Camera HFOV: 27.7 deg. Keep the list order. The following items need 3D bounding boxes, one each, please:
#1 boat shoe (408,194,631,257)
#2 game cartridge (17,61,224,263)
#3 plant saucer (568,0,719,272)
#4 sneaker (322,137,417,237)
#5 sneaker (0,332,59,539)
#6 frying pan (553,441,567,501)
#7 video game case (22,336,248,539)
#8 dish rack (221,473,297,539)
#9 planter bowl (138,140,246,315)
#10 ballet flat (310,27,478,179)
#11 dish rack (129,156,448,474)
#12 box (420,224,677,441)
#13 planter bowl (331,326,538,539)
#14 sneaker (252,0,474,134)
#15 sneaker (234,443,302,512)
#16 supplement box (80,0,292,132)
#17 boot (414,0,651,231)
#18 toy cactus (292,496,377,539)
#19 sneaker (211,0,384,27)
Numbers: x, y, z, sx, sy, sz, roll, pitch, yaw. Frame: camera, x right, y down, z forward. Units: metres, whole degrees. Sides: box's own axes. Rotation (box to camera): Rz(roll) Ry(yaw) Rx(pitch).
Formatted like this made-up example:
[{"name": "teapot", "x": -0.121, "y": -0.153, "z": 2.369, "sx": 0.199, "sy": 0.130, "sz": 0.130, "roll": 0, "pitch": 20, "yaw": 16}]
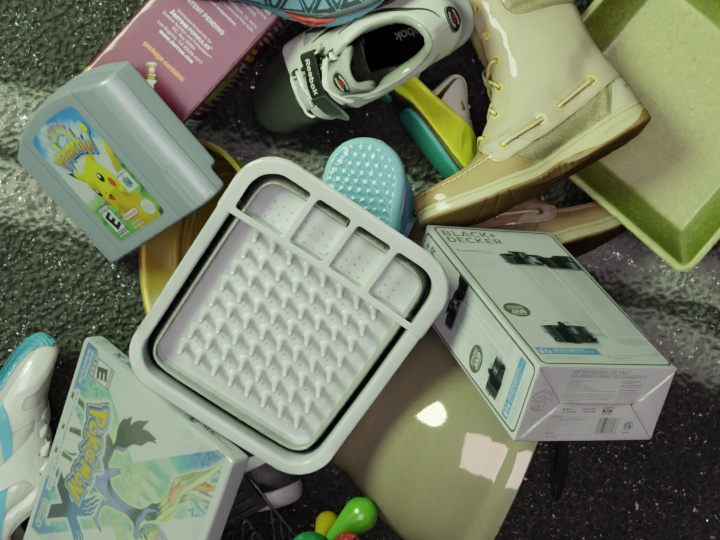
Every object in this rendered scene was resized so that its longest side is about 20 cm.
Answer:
[{"name": "boat shoe", "x": 0.131, "y": -0.037, "z": 1.189, "sx": 0.198, "sy": 0.071, "sz": 0.065, "roll": -14, "pitch": 76, "yaw": -11}, {"name": "game cartridge", "x": -0.193, "y": -0.083, "z": 1.122, "sx": 0.040, "sy": 0.200, "sz": 0.134, "roll": -43, "pitch": 100, "yaw": -32}, {"name": "plant saucer", "x": 0.250, "y": -0.134, "z": 1.172, "sx": 0.199, "sy": 0.048, "sz": 0.200, "roll": 42, "pitch": 95, "yaw": 11}, {"name": "sneaker", "x": 0.000, "y": 0.000, "z": 1.130, "sx": 0.079, "sy": 0.131, "sz": 0.202, "roll": 15, "pitch": 95, "yaw": 7}, {"name": "sneaker", "x": -0.284, "y": 0.146, "z": 1.210, "sx": 0.080, "sy": 0.077, "sz": 0.201, "roll": 21, "pitch": 103, "yaw": -10}, {"name": "frying pan", "x": 0.167, "y": 0.094, "z": 1.210, "sx": 0.031, "sy": 0.116, "sz": 0.191, "roll": 7, "pitch": 141, "yaw": 0}, {"name": "video game case", "x": -0.180, "y": 0.181, "z": 1.121, "sx": 0.182, "sy": 0.022, "sz": 0.201, "roll": 33, "pitch": 112, "yaw": 34}, {"name": "dish rack", "x": -0.107, "y": 0.258, "z": 1.195, "sx": 0.153, "sy": 0.055, "sz": 0.201, "roll": -30, "pitch": 126, "yaw": 3}, {"name": "planter bowl", "x": -0.094, "y": -0.003, "z": 1.163, "sx": 0.083, "sy": 0.200, "sz": 0.203, "roll": -5, "pitch": 99, "yaw": -38}, {"name": "ballet flat", "x": 0.045, "y": -0.148, "z": 1.180, "sx": 0.200, "sy": 0.067, "sz": 0.067, "roll": 45, "pitch": 84, "yaw": -4}, {"name": "dish rack", "x": -0.052, "y": 0.030, "z": 1.040, "sx": 0.171, "sy": 0.044, "sz": 0.201, "roll": 33, "pitch": 107, "yaw": -9}, {"name": "box", "x": 0.125, "y": 0.041, "z": 1.055, "sx": 0.116, "sy": 0.200, "sz": 0.061, "roll": 3, "pitch": 118, "yaw": -23}, {"name": "planter bowl", "x": 0.057, "y": 0.119, "z": 1.145, "sx": 0.134, "sy": 0.200, "sz": 0.202, "roll": 22, "pitch": 96, "yaw": -1}, {"name": "sneaker", "x": -0.015, "y": -0.155, "z": 1.110, "sx": 0.199, "sy": 0.089, "sz": 0.074, "roll": -26, "pitch": 101, "yaw": 30}, {"name": "sneaker", "x": -0.154, "y": 0.152, "z": 1.214, "sx": 0.198, "sy": 0.073, "sz": 0.113, "roll": -10, "pitch": 94, "yaw": -8}, {"name": "supplement box", "x": -0.115, "y": -0.195, "z": 1.146, "sx": 0.086, "sy": 0.110, "sz": 0.200, "roll": 43, "pitch": 94, "yaw": -4}, {"name": "boot", "x": 0.105, "y": -0.133, "z": 1.131, "sx": 0.199, "sy": 0.073, "sz": 0.156, "roll": -28, "pitch": 81, "yaw": -4}, {"name": "toy cactus", "x": -0.057, "y": 0.261, "z": 1.105, "sx": 0.164, "sy": 0.103, "sz": 0.201, "roll": 11, "pitch": 125, "yaw": -42}, {"name": "sneaker", "x": -0.068, "y": -0.219, "z": 1.039, "sx": 0.198, "sy": 0.096, "sz": 0.080, "roll": 4, "pitch": 95, "yaw": 1}]
